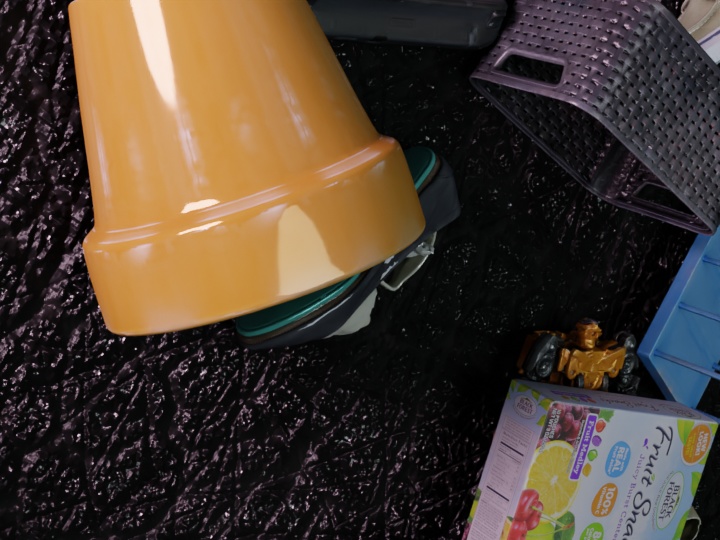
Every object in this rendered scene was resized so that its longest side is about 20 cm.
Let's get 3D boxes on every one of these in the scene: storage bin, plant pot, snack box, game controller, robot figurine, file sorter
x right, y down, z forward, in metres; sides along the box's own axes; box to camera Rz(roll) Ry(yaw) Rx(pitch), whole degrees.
[{"bbox_3d":[0.194,-0.122,1.003,0.200,0.135,0.094,35,84,-39],"label":"storage bin"},{"bbox_3d":[-0.081,-0.084,0.788,0.199,0.200,0.185,-23,102,-29],"label":"plant pot"},{"bbox_3d":[0.185,0.170,1.076,0.199,0.053,0.144,11,101,-37],"label":"snack box"},{"bbox_3d":[0.023,-0.206,0.915,0.198,0.042,0.106,-3,93,-37],"label":"game controller"},{"bbox_3d":[0.161,0.133,1.117,0.144,0.058,0.202,2,105,-38],"label":"robot figurine"},{"bbox_3d":[0.350,0.032,1.156,0.201,0.122,0.139,-60,143,-13],"label":"file sorter"}]

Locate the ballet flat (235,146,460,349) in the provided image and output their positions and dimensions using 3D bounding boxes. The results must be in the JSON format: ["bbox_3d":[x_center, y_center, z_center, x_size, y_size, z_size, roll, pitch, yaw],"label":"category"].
[{"bbox_3d":[0.000,0.000,0.944,0.200,0.073,0.073,-46,127,-19],"label":"ballet flat"}]

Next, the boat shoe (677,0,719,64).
[{"bbox_3d":[0.297,-0.223,1.103,0.200,0.072,0.062,-42,102,-22],"label":"boat shoe"}]

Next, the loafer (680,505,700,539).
[{"bbox_3d":[0.243,0.283,1.224,0.075,0.068,0.202,24,90,-40],"label":"loafer"}]
